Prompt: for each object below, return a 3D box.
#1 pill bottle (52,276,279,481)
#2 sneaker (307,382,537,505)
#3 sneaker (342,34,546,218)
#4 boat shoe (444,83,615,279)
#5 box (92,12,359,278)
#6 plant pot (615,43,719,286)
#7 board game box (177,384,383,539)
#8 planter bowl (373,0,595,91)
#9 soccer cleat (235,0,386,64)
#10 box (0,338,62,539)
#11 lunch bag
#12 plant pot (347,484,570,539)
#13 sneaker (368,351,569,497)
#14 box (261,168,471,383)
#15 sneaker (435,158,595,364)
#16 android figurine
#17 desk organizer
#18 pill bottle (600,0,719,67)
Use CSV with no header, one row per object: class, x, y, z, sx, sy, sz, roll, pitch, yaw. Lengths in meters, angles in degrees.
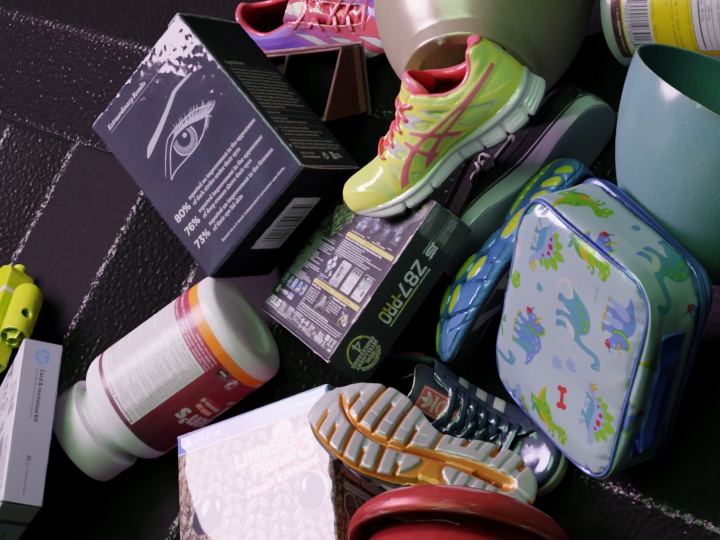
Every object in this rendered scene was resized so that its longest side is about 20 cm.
pill bottle,-0.181,0.102,1.598,0.199,0.109,0.110,-35,51,14
sneaker,0.044,0.160,1.386,0.199,0.078,0.078,27,56,20
sneaker,0.053,-0.123,1.435,0.199,0.090,0.078,-37,24,22
boat shoe,0.131,-0.080,1.502,0.200,0.073,0.068,-52,44,2
box,-0.125,-0.115,1.605,0.148,0.104,0.201,-47,70,23
plant pot,0.275,-0.069,1.338,0.200,0.199,0.136,43,119,41
board game box,-0.061,0.223,1.458,0.158,0.097,0.202,-21,56,24
planter bowl,0.101,-0.206,1.492,0.198,0.200,0.136,-13,48,29
soccer cleat,-0.032,-0.243,1.701,0.198,0.073,0.069,-2,64,34
box,-0.327,0.175,1.634,0.200,0.041,0.158,133,145,-56
lunch bag,0.183,0.048,1.328,0.082,0.202,0.161,-17,43,-29
plant pot,0.068,0.266,1.281,0.199,0.200,0.184,-7,58,31
sneaker,0.078,0.122,1.423,0.199,0.084,0.075,23,80,40
box,0.000,0.000,1.516,0.162,0.049,0.200,-57,22,-2
sneaker,0.137,0.001,1.445,0.200,0.083,0.071,-50,17,-5
android figurine,-0.383,0.075,1.763,0.182,0.041,0.201,-39,27,34
desk organizer,-0.094,-0.175,1.690,0.198,0.077,0.073,-1,100,34
pill bottle,0.305,-0.221,1.432,0.198,0.109,0.110,4,68,36
